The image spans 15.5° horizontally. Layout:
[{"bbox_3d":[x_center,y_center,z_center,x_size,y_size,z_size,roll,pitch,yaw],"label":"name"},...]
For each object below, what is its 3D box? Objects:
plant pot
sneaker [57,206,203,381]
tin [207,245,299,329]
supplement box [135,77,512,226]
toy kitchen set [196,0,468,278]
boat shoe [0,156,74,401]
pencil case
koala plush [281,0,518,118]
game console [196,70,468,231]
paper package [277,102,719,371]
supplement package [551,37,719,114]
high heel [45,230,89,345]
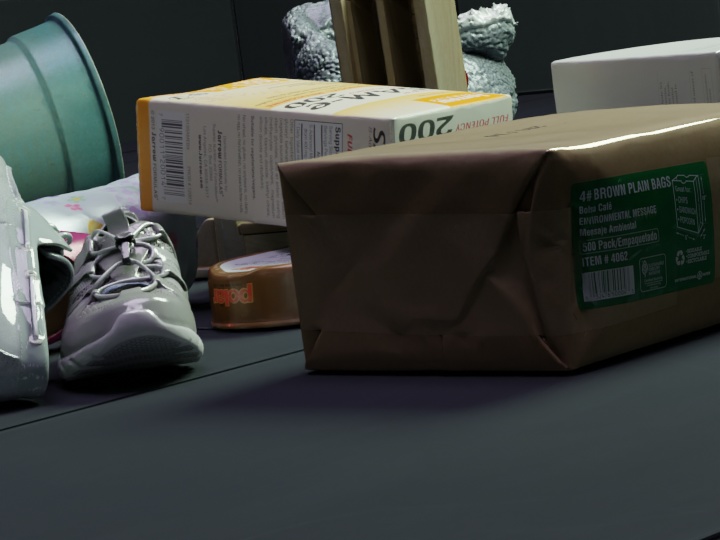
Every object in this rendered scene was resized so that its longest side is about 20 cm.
[{"bbox_3d":[-0.347,-0.119,2.476,0.195,0.202,0.200,-18,9,-19],"label":"plant pot"},{"bbox_3d":[-0.128,0.009,1.387,0.074,0.083,0.200,-9,6,-9],"label":"sneaker"},{"bbox_3d":[0.000,0.000,1.549,0.199,0.042,0.112,-13,3,-39],"label":"tin"},{"bbox_3d":[-0.022,-0.072,1.606,0.199,0.074,0.126,7,14,36],"label":"supplement box"},{"bbox_3d":[-0.044,-0.093,1.801,0.162,0.182,0.200,-5,7,35],"label":"toy kitchen set"},{"bbox_3d":[-0.184,0.004,1.371,0.071,0.070,0.201,8,33,-10],"label":"boat shoe"},{"bbox_3d":[-0.192,-0.007,1.626,0.090,0.084,0.199,7,15,41],"label":"pencil case"},{"bbox_3d":[0.042,-0.138,2.229,0.199,0.179,0.184,-4,11,-6],"label":"koala plush"},{"bbox_3d":[-0.037,-0.081,1.971,0.199,0.120,0.172,-11,7,-30],"label":"game console"},{"bbox_3d":[0.091,-0.019,1.283,0.190,0.104,0.199,-2,7,44],"label":"paper package"},{"bbox_3d":[0.217,-0.078,1.587,0.119,0.122,0.200,-11,7,-24],"label":"supplement package"},{"bbox_3d":[-0.187,0.025,1.461,0.199,0.068,0.096,-21,20,-36],"label":"high heel"}]
